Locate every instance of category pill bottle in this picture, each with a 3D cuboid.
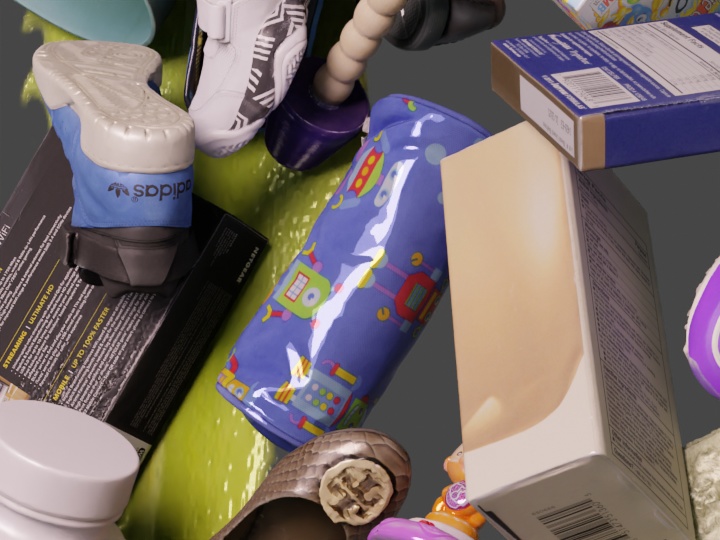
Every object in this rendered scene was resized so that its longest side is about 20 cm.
[{"bbox_3d":[-0.183,0.173,1.214,0.111,0.111,0.201,33,111,35],"label":"pill bottle"}]

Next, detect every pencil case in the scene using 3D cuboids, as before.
[{"bbox_3d":[0.000,0.000,1.234,0.087,0.078,0.201,27,86,35],"label":"pencil case"}]

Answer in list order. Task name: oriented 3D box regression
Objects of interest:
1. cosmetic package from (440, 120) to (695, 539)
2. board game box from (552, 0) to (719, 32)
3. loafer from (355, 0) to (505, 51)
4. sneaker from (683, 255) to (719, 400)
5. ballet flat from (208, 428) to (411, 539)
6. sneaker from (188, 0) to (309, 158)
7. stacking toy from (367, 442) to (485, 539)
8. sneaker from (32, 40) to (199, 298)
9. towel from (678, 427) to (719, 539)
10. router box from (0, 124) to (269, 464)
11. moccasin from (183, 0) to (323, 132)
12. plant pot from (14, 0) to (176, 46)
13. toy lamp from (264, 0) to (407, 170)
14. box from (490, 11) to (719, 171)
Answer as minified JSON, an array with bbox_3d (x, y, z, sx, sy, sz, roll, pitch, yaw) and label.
[{"bbox_3d":[0.096,0.036,1.127,0.071,0.105,0.201,-22,47,23],"label":"cosmetic package"},{"bbox_3d":[0.107,-0.207,1.239,0.105,0.103,0.200,-46,56,6],"label":"board game box"},{"bbox_3d":[0.012,-0.194,1.325,0.200,0.063,0.072,59,140,35],"label":"loafer"},{"bbox_3d":[0.230,-0.016,1.074,0.200,0.100,0.070,-40,88,1],"label":"sneaker"},{"bbox_3d":[-0.055,0.149,1.205,0.200,0.067,0.046,-35,16,21],"label":"ballet flat"},{"bbox_3d":[-0.073,-0.164,1.227,0.075,0.114,0.201,-107,41,-70],"label":"sneaker"},{"bbox_3d":[0.029,0.164,1.154,0.116,0.110,0.201,5,59,41],"label":"stacking toy"},{"bbox_3d":[-0.133,-0.051,1.268,0.200,0.076,0.112,-133,44,-61],"label":"sneaker"},{"bbox_3d":[0.182,0.140,1.102,0.199,0.036,0.149,-30,60,16],"label":"towel"},{"bbox_3d":[-0.161,0.034,1.328,0.149,0.051,0.201,28,86,36],"label":"router box"},{"bbox_3d":[-0.055,-0.174,1.298,0.080,0.068,0.201,13,101,44],"label":"moccasin"},{"bbox_3d":[-0.154,-0.252,1.357,0.200,0.201,0.161,24,70,34],"label":"plant pot"},{"bbox_3d":[0.001,-0.126,1.243,0.200,0.058,0.058,-57,45,44],"label":"toy lamp"},{"bbox_3d":[0.175,-0.092,1.124,0.199,0.033,0.121,-10,24,-13],"label":"box"}]
